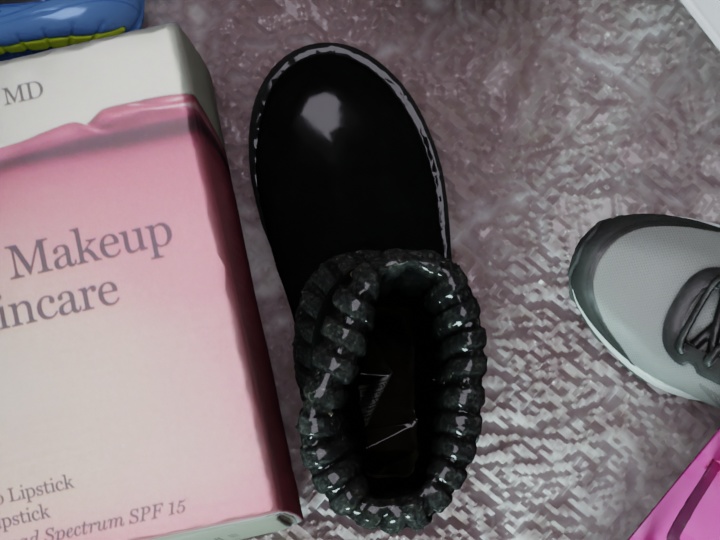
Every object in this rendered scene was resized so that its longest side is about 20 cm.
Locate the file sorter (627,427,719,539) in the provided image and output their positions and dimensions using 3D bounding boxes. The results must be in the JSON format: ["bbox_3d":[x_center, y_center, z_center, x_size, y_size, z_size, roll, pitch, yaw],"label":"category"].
[{"bbox_3d":[0.144,0.160,1.001,0.139,0.125,0.200,39,110,7],"label":"file sorter"}]

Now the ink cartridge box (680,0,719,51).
[{"bbox_3d":[0.215,-0.166,1.073,0.200,0.084,0.146,-39,81,14],"label":"ink cartridge box"}]

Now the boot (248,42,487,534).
[{"bbox_3d":[0.003,0.000,1.047,0.079,0.158,0.212,-14,82,1],"label":"boot"}]

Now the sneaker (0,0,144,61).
[{"bbox_3d":[-0.190,-0.122,1.126,0.198,0.071,0.083,-4,68,1],"label":"sneaker"}]

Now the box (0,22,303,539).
[{"bbox_3d":[-0.107,0.017,1.076,0.127,0.109,0.201,-13,82,2],"label":"box"}]

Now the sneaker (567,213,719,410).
[{"bbox_3d":[0.175,0.036,1.075,0.200,0.079,0.074,31,87,8],"label":"sneaker"}]
